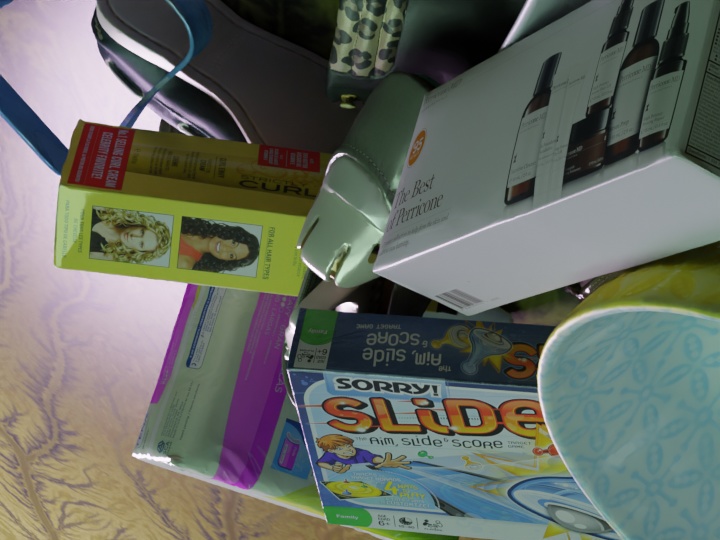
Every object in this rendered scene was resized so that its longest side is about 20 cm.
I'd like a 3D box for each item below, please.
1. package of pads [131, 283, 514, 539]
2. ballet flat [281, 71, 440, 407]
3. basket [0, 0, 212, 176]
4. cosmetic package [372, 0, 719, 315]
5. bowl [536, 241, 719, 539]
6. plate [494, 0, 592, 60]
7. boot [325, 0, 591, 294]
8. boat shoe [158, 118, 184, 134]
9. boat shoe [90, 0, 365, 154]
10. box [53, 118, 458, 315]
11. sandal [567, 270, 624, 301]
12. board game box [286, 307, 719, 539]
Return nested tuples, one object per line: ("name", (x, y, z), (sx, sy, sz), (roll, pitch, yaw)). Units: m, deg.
("package of pads", (-0.014, 0.062, 0.978), (0.200, 0.155, 0.068), (24, 167, -32))
("ballet flat", (0.000, 0.000, 0.758), (0.067, 0.064, 0.200), (46, 148, 26))
("basket", (-0.178, -0.147, 0.858), (0.200, 0.139, 0.176), (42, 142, -6))
("cosmetic package", (0.076, -0.044, 0.595), (0.051, 0.083, 0.200), (25, 160, -20))
("bowl", (0.174, 0.050, 0.608), (0.200, 0.108, 0.200), (33, 153, 20))
("plate", (0.147, -0.063, 0.659), (0.200, 0.032, 0.200), (17, 163, -5))
("boot", (0.062, -0.076, 0.790), (0.150, 0.073, 0.200), (15, 145, 6))
("boat shoe", (-0.060, -0.019, 1.040), (0.059, 0.072, 0.200), (14, 143, 42))
("boat shoe", (-0.063, -0.087, 0.930), (0.200, 0.075, 0.062), (32, 150, 5))
("box", (-0.047, -0.027, 0.850), (0.200, 0.075, 0.050), (7, 121, -3))
("sandal", (0.132, -0.002, 0.706), (0.201, 0.057, 0.080), (6, 160, 29))
("board game box", (0.076, 0.074, 0.759), (0.200, 0.034, 0.135), (3, 143, 11))
